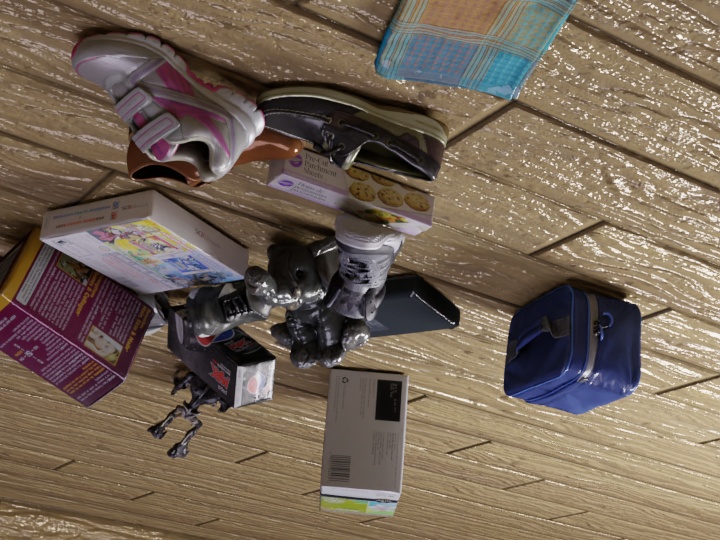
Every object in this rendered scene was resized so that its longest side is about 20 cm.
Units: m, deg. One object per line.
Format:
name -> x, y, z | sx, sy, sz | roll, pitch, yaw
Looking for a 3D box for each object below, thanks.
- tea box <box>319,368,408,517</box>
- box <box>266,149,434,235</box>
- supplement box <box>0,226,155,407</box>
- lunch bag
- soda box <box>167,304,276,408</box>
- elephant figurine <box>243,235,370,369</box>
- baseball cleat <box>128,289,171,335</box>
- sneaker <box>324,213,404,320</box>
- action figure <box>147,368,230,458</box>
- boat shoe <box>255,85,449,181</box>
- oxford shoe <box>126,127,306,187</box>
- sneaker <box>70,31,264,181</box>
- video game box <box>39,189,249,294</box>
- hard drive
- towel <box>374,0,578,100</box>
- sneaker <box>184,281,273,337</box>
tea box -> 0.004, 0.289, 2.145 | 0.133, 0.201, 0.197 | 5, 157, 0
box -> -0.008, -0.089, 1.450 | 0.199, 0.042, 0.039 | 19, 155, -27
supplement box -> -0.391, 0.062, 1.695 | 0.200, 0.131, 0.103 | 39, 130, -21
lunch bag -> 0.277, 0.106, 1.725 | 0.132, 0.136, 0.200 | 13, 156, -19
soda box -> -0.196, 0.113, 1.792 | 0.063, 0.071, 0.200 | -10, -152, -35
elephant figurine -> -0.068, 0.014, 1.616 | 0.141, 0.155, 0.200 | -28, 127, -6
baseball cleat -> -0.348, 0.041, 1.823 | 0.106, 0.070, 0.200 | -23, 154, 37
sneaker -> 0.000, 0.000, 1.490 | 0.075, 0.114, 0.200 | 19, -177, 9
action figure -> -0.272, 0.214, 2.160 | 0.119, 0.102, 0.200 | 37, 109, -6
boat shoe -> -0.009, -0.135, 1.305 | 0.200, 0.066, 0.072 | 10, 160, -10
oxford shoe -> -0.153, -0.121, 1.372 | 0.199, 0.072, 0.071 | -3, 155, 15
sneaker -> -0.192, -0.156, 1.250 | 0.200, 0.088, 0.081 | 28, 152, -16
video game box -> -0.272, -0.032, 1.641 | 0.182, 0.047, 0.200 | -6, 155, 31
hard drive -> 0.021, 0.055, 1.798 | 0.199, 0.033, 0.140 | -8, 154, 29
towel -> 0.101, -0.216, 1.145 | 0.146, 0.022, 0.200 | 9, 157, -10
sneaker -> -0.165, 0.043, 1.721 | 0.090, 0.067, 0.200 | -14, 180, 17
